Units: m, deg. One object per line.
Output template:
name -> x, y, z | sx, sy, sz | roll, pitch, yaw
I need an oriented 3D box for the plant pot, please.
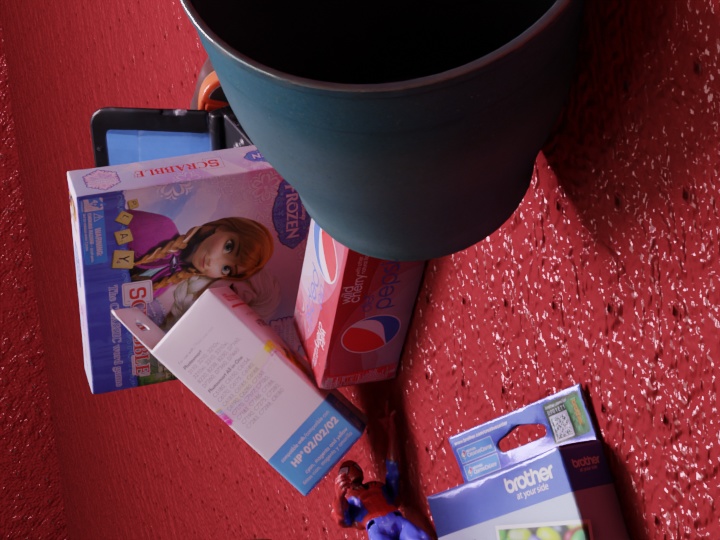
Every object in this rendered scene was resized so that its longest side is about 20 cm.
plant pot -> 0.021, -0.109, 0.818 | 0.188, 0.200, 0.200 | 77, 172, -56

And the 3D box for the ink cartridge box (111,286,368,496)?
ink cartridge box -> -0.089, 0.075, 1.236 | 0.200, 0.068, 0.115 | 43, -179, 1

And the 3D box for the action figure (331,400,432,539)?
action figure -> 0.021, 0.173, 1.171 | 0.200, 0.065, 0.099 | -136, 32, -60

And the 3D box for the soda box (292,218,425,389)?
soda box -> 0.000, 0.000, 1.132 | 0.200, 0.063, 0.070 | 103, 151, -51

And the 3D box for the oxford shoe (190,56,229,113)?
oxford shoe -> -0.128, -0.113, 1.476 | 0.073, 0.071, 0.200 | -107, 24, -47

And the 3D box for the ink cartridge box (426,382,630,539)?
ink cartridge box -> 0.102, 0.175, 0.895 | 0.119, 0.042, 0.200 | -30, 69, 47

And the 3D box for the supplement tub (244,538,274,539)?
supplement tub -> -0.085, 0.364, 1.552 | 0.200, 0.107, 0.107 | -119, 25, -43

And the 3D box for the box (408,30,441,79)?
box -> 0.016, -0.176, 1.004 | 0.193, 0.047, 0.200 | -124, 28, -57

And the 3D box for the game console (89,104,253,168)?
game console -> -0.143, -0.035, 1.419 | 0.176, 0.116, 0.200 | 48, 149, 40

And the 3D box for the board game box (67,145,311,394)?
board game box -> -0.131, -0.002, 1.314 | 0.041, 0.199, 0.200 | -119, 24, -49
